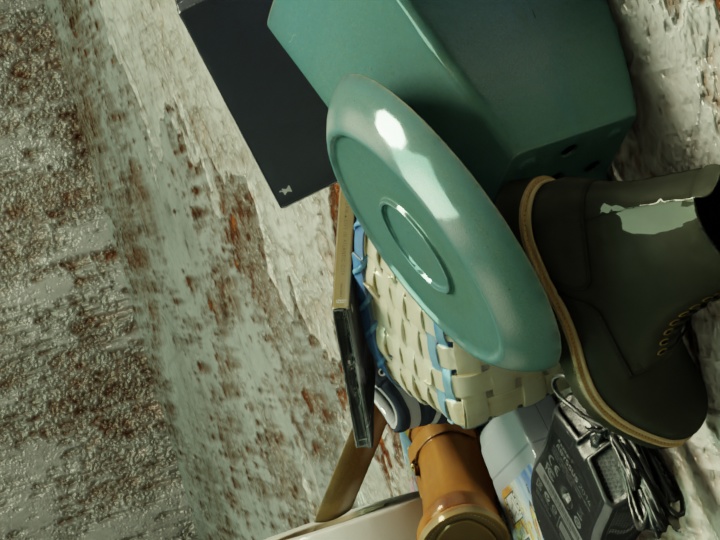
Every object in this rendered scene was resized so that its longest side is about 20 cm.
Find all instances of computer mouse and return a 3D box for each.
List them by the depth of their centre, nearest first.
[{"bbox_3d":[0.160,0.134,1.356,0.200,0.052,0.139,103,143,-61],"label":"computer mouse"}]

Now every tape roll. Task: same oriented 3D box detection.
[{"bbox_3d":[-0.015,0.245,1.779,0.202,0.201,0.071,148,104,-75],"label":"tape roll"}]

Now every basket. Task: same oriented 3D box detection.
[{"bbox_3d":[0.060,0.000,1.402,0.200,0.138,0.178,45,152,49],"label":"basket"}]

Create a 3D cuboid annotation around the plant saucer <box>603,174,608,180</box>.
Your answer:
[{"bbox_3d":[0.149,-0.015,1.298,0.070,0.019,0.202,129,125,-73],"label":"plant saucer"}]

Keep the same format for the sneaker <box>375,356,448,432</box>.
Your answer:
[{"bbox_3d":[0.036,0.024,1.588,0.070,0.108,0.202,-177,71,-74],"label":"sneaker"}]

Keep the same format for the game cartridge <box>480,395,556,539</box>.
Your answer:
[{"bbox_3d":[0.143,0.188,1.519,0.133,0.041,0.201,106,145,-72],"label":"game cartridge"}]

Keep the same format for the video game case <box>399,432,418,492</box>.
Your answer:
[{"bbox_3d":[0.072,0.208,1.848,0.143,0.017,0.202,-135,31,-63],"label":"video game case"}]

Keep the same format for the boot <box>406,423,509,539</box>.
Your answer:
[{"bbox_3d":[0.064,0.151,1.636,0.200,0.073,0.156,67,-172,-72],"label":"boot"}]

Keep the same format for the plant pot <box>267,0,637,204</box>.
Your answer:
[{"bbox_3d":[0.062,-0.128,1.230,0.201,0.140,0.142,60,152,23],"label":"plant pot"}]

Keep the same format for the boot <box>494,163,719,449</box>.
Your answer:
[{"bbox_3d":[0.175,0.025,1.149,0.138,0.078,0.200,-6,138,41],"label":"boot"}]

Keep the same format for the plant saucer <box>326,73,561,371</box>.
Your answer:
[{"bbox_3d":[0.039,-0.019,1.178,0.201,0.027,0.200,51,168,14],"label":"plant saucer"}]

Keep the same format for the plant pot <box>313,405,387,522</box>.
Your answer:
[{"bbox_3d":[0.010,0.122,1.759,0.200,0.027,0.201,23,-90,-89],"label":"plant pot"}]

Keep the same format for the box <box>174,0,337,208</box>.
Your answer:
[{"bbox_3d":[-0.072,-0.188,1.629,0.183,0.103,0.201,-111,-5,-51],"label":"box"}]

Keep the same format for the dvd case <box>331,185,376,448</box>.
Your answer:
[{"bbox_3d":[0.000,0.000,1.473,0.149,0.016,0.201,80,-171,-47],"label":"dvd case"}]
